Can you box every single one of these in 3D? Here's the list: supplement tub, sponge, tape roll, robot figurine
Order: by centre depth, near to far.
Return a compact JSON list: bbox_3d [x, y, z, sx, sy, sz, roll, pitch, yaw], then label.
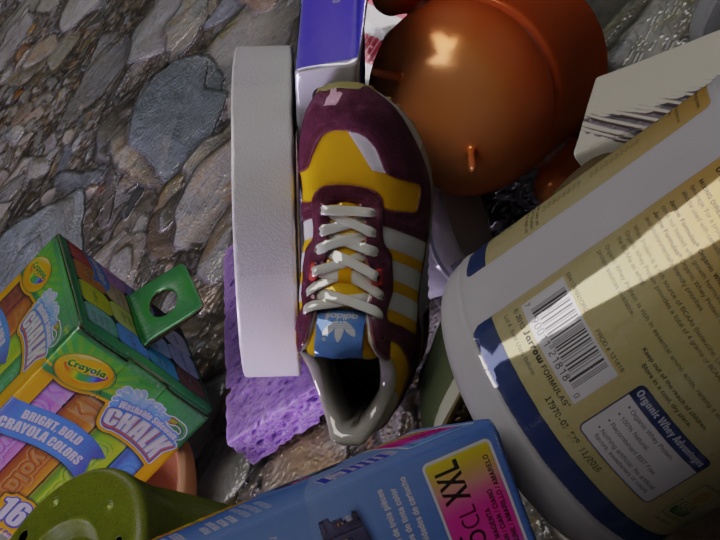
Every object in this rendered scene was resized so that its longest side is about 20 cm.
[{"bbox_3d":[0.146,0.008,0.563,0.199,0.144,0.145,-36,36,22],"label":"supplement tub"},{"bbox_3d":[0.076,-0.115,0.832,0.115,0.146,0.200,2,20,27],"label":"robot figurine"},{"bbox_3d":[-0.056,-0.037,0.857,0.037,0.204,0.204,-1,45,-1],"label":"tape roll"},{"bbox_3d":[-0.047,0.028,0.969,0.111,0.030,0.201,-35,36,22],"label":"sponge"}]

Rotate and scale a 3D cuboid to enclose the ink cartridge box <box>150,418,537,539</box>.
[{"bbox_3d":[-0.040,0.131,0.552,0.198,0.077,0.136,-22,-4,-15],"label":"ink cartridge box"}]

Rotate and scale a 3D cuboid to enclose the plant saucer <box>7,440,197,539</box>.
[{"bbox_3d":[-0.180,0.194,0.965,0.199,0.037,0.202,-30,39,27],"label":"plant saucer"}]

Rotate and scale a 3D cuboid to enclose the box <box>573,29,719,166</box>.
[{"bbox_3d":[0.214,-0.083,0.708,0.199,0.082,0.069,-20,34,40],"label":"box"}]

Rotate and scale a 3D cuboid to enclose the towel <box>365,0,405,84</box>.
[{"bbox_3d":[0.028,-0.139,0.998,0.143,0.023,0.201,27,80,34],"label":"towel"}]

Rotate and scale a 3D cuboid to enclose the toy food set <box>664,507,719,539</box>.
[{"bbox_3d":[0.193,0.042,0.650,0.199,0.049,0.200,-15,47,43],"label":"toy food set"}]

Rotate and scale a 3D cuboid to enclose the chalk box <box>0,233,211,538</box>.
[{"bbox_3d":[-0.190,0.072,0.948,0.200,0.124,0.125,-46,34,8],"label":"chalk box"}]

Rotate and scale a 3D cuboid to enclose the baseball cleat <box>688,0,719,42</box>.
[{"bbox_3d":[0.258,-0.158,0.725,0.199,0.070,0.107,-32,12,27],"label":"baseball cleat"}]

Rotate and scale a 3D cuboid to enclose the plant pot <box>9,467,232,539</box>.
[{"bbox_3d":[-0.087,0.200,0.705,0.199,0.193,0.202,-30,39,28],"label":"plant pot"}]

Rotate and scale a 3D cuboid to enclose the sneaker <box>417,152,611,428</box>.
[{"bbox_3d":[0.086,0.012,0.762,0.202,0.067,0.090,-61,23,19],"label":"sneaker"}]

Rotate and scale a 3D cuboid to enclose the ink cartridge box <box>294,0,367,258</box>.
[{"bbox_3d":[-0.016,-0.142,0.848,0.043,0.202,0.200,2,44,-1],"label":"ink cartridge box"}]

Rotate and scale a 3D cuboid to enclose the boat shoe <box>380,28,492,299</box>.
[{"bbox_3d":[0.034,-0.070,0.913,0.068,0.072,0.202,-29,60,27],"label":"boat shoe"}]

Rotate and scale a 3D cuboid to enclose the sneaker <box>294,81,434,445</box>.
[{"bbox_3d":[0.000,0.000,0.760,0.074,0.202,0.090,1,32,17],"label":"sneaker"}]
